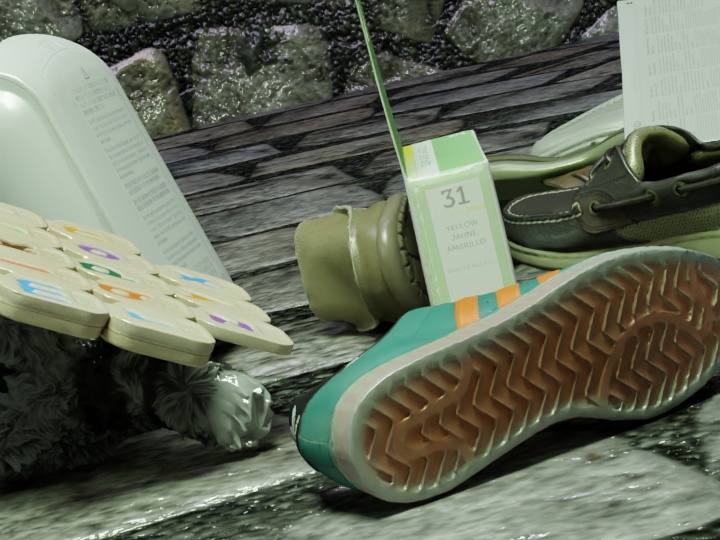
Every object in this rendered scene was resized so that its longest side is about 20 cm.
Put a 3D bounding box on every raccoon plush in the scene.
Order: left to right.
[{"bbox_3d":[-0.121,0.062,1.089,0.199,0.097,0.134,22,6,18],"label":"raccoon plush"}]

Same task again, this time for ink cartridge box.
[{"bbox_3d":[0.038,-0.055,1.102,0.048,0.201,0.146,-12,9,2],"label":"ink cartridge box"}]

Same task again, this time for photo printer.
[{"bbox_3d":[-0.151,-0.038,1.261,0.069,0.201,0.166,-28,5,12],"label":"photo printer"}]

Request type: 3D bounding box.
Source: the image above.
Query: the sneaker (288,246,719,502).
[{"bbox_3d":[0.060,0.034,0.918,0.199,0.072,0.080,-18,14,-27],"label":"sneaker"}]

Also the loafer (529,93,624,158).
[{"bbox_3d":[0.196,-0.090,1.355,0.199,0.070,0.070,-14,42,15],"label":"loafer"}]

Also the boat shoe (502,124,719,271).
[{"bbox_3d":[0.147,-0.041,1.104,0.199,0.065,0.073,-4,21,43],"label":"boat shoe"}]

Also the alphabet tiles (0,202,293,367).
[{"bbox_3d":[-0.133,0.002,1.036,0.195,0.015,0.200,16,9,-21],"label":"alphabet tiles"}]

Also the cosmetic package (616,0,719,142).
[{"bbox_3d":[0.186,-0.095,1.240,0.082,0.051,0.200,-8,29,10],"label":"cosmetic package"}]

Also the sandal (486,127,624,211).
[{"bbox_3d":[0.135,-0.034,1.324,0.200,0.080,0.057,-11,35,23],"label":"sandal"}]

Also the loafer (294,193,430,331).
[{"bbox_3d":[0.000,0.000,1.256,0.067,0.077,0.200,-15,0,-1],"label":"loafer"}]
